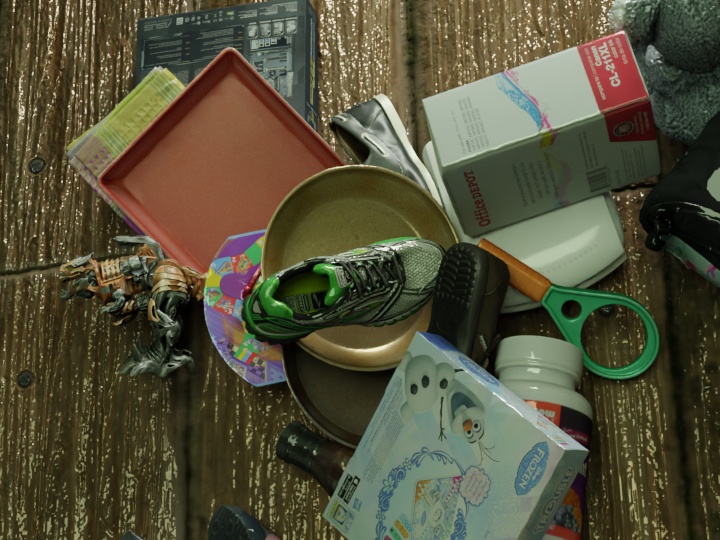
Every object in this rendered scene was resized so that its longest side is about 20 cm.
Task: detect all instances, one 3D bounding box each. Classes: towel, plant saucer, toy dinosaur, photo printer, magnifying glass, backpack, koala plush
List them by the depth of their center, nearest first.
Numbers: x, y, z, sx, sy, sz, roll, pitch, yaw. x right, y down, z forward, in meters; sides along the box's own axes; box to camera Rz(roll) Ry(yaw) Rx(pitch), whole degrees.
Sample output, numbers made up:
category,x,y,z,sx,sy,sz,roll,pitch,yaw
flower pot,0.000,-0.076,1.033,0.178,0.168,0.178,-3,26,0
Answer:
category,x,y,z,sx,sy,sz,roll,pitch,yaw
backpack,0.380,-0.041,1.640,0.200,0.126,0.167,40,100,24
magnifying glass,0.193,0.032,1.678,0.199,0.022,0.080,33,103,2
koala plush,0.327,-0.227,1.691,0.176,0.200,0.185,-12,66,12
plant saucer,0.000,0.000,1.696,0.199,0.035,0.202,3,77,-11
plant saucer,0.018,0.079,1.716,0.199,0.034,0.202,3,77,-12
photo printer,0.164,-0.061,1.747,0.165,0.069,0.201,-21,64,8
toy dinosaur,-0.203,0.035,1.782,0.199,0.102,0.137,6,93,18
plant saucer,-0.134,-0.091,1.828,0.200,0.037,0.200,-45,92,0
towel,-0.195,-0.100,1.855,0.144,0.023,0.200,-44,92,-1

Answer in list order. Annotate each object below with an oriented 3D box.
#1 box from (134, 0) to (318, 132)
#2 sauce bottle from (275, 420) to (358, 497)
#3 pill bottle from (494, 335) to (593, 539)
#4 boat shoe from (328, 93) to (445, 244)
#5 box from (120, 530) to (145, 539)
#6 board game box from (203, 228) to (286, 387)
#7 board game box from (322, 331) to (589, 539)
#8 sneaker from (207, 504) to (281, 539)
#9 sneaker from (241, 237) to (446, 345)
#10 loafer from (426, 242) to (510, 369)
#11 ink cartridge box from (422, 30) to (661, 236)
category,x,y,z,sx,sy,sz,roll,pitch,yaw
box,-0.146,-0.205,1.914,0.199,0.051,0.159,-7,67,14
sauce bottle,0.009,0.205,1.692,0.199,0.066,0.066,26,78,27
pill bottle,0.156,0.168,1.632,0.111,0.111,0.201,2,69,18
boat shoe,0.031,-0.089,1.792,0.067,0.072,0.201,-18,57,-16
box,-0.215,0.368,1.669,0.122,0.106,0.201,31,80,25
board game box,-0.056,0.023,1.757,0.199,0.039,0.159,-11,74,-11
board game box,0.080,0.191,1.568,0.199,0.043,0.201,38,107,40
sneaker,-0.074,0.294,1.687,0.200,0.082,0.071,43,117,45
sneaker,-0.007,0.018,1.627,0.199,0.085,0.078,-19,82,-17
loafer,0.100,0.074,1.650,0.073,0.071,0.201,33,113,46
ink cartridge box,0.170,-0.125,1.651,0.199,0.146,0.083,-18,63,5
